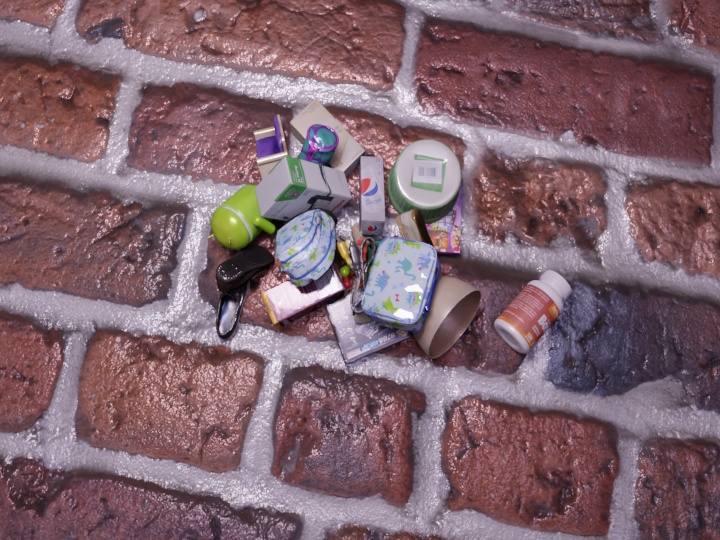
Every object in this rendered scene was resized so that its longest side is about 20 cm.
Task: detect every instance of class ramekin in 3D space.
[{"bbox_3d":[0.168,-0.234,1.402,0.192,0.098,0.208,0,80,-1],"label":"ramekin"}]

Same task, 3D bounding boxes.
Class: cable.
[{"bbox_3d":[0.000,0.000,1.335,0.094,0.050,0.208,-9,84,-12],"label":"cable"}]

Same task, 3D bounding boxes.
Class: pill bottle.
[{"bbox_3d":[0.442,0.101,1.386,0.112,0.112,0.200,44,82,6],"label":"pill bottle"}]

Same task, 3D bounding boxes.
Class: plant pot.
[{"bbox_3d":[0.187,0.094,1.353,0.134,0.201,0.201,38,79,28],"label":"plant pot"}]

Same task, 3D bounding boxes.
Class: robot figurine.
[{"bbox_3d":[-0.296,-0.135,1.374,0.171,0.118,0.201,10,43,31],"label":"robot figurine"}]

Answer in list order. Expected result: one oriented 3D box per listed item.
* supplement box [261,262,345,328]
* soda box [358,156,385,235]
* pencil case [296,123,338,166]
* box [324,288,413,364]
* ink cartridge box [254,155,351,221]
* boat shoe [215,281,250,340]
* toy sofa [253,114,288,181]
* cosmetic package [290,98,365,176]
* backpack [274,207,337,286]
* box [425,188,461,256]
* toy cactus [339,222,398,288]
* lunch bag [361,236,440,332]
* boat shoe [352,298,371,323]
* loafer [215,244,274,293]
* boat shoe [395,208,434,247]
[{"bbox_3d":[-0.141,0.059,1.371,0.195,0.110,0.088,-26,82,-7],"label":"supplement box"},{"bbox_3d":[0.028,-0.195,1.413,0.061,0.069,0.206,2,61,-5],"label":"soda box"},{"bbox_3d":[-0.125,-0.278,1.385,0.085,0.201,0.093,40,53,1],"label":"pencil case"},{"bbox_3d":[0.023,0.127,1.398,0.194,0.046,0.164,-22,81,-6],"label":"box"},{"bbox_3d":[-0.139,-0.190,1.348,0.196,0.146,0.085,5,58,-44],"label":"ink cartridge box"},{"bbox_3d":[-0.330,0.072,1.384,0.067,0.066,0.207,14,79,0],"label":"boat shoe"},{"bbox_3d":[-0.228,-0.315,1.390,0.080,0.100,0.202,-14,36,-4],"label":"toy sofa"},{"bbox_3d":[-0.088,-0.347,1.467,0.103,0.073,0.200,-44,83,-9],"label":"cosmetic package"},{"bbox_3d":[-0.131,-0.055,1.290,0.159,0.154,0.204,-24,48,15],"label":"backpack"},{"bbox_3d":[0.201,-0.147,1.458,0.131,0.039,0.208,3,80,-1],"label":"box"},{"bbox_3d":[0.019,-0.051,1.408,0.195,0.103,0.168,-27,67,-8],"label":"toy cactus"},{"bbox_3d":[0.098,0.033,1.268,0.156,0.083,0.206,11,70,22],"label":"lunch bag"},{"bbox_3d":[0.057,0.054,1.361,0.200,0.074,0.063,-40,51,-1],"label":"boat shoe"},{"bbox_3d":[-0.295,-0.004,1.364,0.073,0.199,0.072,41,125,13],"label":"loafer"},{"bbox_3d":[0.144,-0.062,1.386,0.064,0.075,0.205,-6,119,28],"label":"boat shoe"}]
